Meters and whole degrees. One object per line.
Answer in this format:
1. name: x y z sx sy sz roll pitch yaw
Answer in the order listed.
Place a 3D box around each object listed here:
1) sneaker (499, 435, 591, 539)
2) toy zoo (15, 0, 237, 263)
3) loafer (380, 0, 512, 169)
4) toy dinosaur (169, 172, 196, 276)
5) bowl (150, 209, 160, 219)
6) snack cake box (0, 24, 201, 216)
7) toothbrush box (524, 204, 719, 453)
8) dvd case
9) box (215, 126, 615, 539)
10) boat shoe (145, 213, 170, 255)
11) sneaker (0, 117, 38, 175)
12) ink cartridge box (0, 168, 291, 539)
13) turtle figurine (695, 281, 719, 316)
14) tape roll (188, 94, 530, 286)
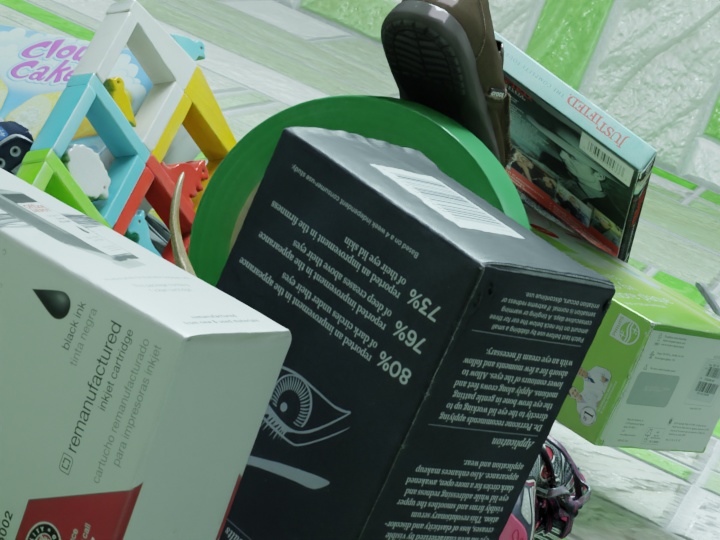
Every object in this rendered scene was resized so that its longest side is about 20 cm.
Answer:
1. sneaker: 0.088 0.121 1.434 0.074 0.081 0.200 24 11 2
2. toy zoo: -0.130 -0.062 1.522 0.020 0.201 0.132 -6 -46 34
3. loafer: 0.063 -0.110 1.553 0.073 0.071 0.200 23 -24 16
4. toy dinosaur: -0.074 0.046 1.414 0.201 0.058 0.101 57 11 5
5. bowl: -0.205 -0.097 1.827 0.199 0.108 0.200 21 12 -4
6. snack cake box: -0.206 -0.087 1.628 0.199 0.115 0.067 13 -39 33
7. toothbrush box: 0.122 0.029 1.632 0.199 0.087 0.145 31 12 33
8. dvd case: 0.117 -0.074 1.663 0.146 0.022 0.200 38 -14 13
9. box: 0.003 0.057 1.237 0.104 0.201 0.148 8 22 -48
10. boat shoe: -0.150 -0.005 1.637 0.071 0.072 0.200 34 4 -45
11. sneaker: -0.251 -0.044 1.476 0.199 0.109 0.070 14 14 -36
12. ink cartridge box: -0.148 0.051 1.132 0.199 0.148 0.083 27 14 29
13. turtle figurine: 0.336 0.107 1.749 0.194 0.143 0.201 36 40 -48
14. tape roll: 0.000 0.000 1.516 0.199 0.202 0.048 25 10 15
